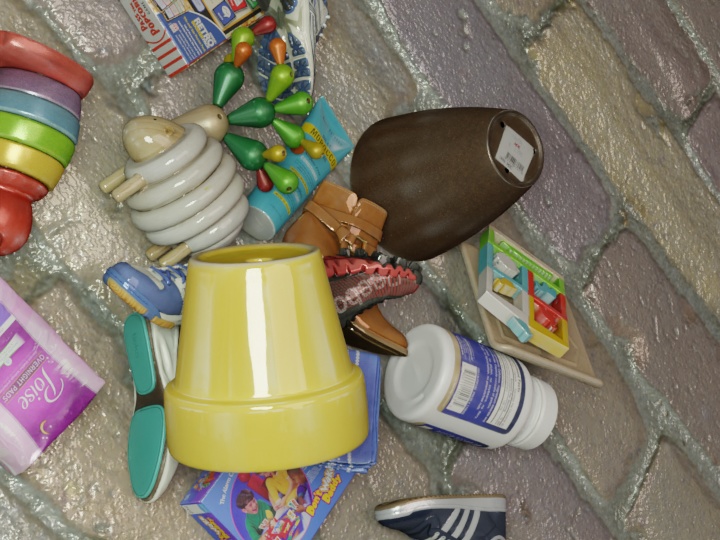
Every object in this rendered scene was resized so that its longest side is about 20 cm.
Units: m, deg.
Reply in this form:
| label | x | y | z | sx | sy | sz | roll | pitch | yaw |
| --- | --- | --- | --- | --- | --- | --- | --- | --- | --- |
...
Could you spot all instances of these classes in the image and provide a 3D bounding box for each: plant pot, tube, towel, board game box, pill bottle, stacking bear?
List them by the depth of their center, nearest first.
| label | x | y | z | sx | sy | sz | roll | pitch | yaw |
| --- | --- | --- | --- | --- | --- | --- | --- | --- | --- |
| plant pot | -0.095 | 0.076 | 1.230 | 0.200 | 0.200 | 0.190 | -11 | 103 | -39 |
| stacking bear | -0.341 | -0.112 | 1.235 | 0.113 | 0.121 | 0.201 | 20 | 77 | -25 |
| towel | -0.075 | 0.136 | 1.370 | 0.199 | 0.024 | 0.146 | 12 | 57 | -10 |
| board game box | -0.087 | 0.223 | 1.389 | 0.135 | 0.045 | 0.200 | 50 | 55 | -18 |
| board game box | -0.181 | -0.334 | 1.443 | 0.200 | 0.046 | 0.152 | -41 | 105 | -36 |
| tube | -0.073 | -0.117 | 1.483 | 0.200 | 0.050 | 0.078 | -55 | 128 | -38 |
| plant pot | 0.120 | -0.121 | 1.531 | 0.186 | 0.199 | 0.188 | 9 | 74 | -36 |
| pill bottle | 0.139 | 0.149 | 1.535 | 0.199 | 0.119 | 0.120 | 23 | 66 | -32 |

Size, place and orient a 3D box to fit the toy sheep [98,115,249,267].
| label | x | y | z | sx | sy | sz | roll | pitch | yaw |
| --- | --- | --- | --- | --- | --- | --- | --- | --- | --- |
| toy sheep | -0.186 | -0.077 | 1.334 | 0.138 | 0.137 | 0.201 | -51 | 125 | -34 |

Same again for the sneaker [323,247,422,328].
| label | x | y | z | sx | sy | sz | roll | pitch | yaw |
| --- | --- | --- | --- | --- | --- | --- | --- | --- | --- |
| sneaker | -0.021 | 0.025 | 1.398 | 0.199 | 0.071 | 0.099 | 0 | 96 | -31 |

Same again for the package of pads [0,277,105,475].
| label | x | y | z | sx | sy | sz | roll | pitch | yaw |
| --- | --- | --- | --- | --- | --- | --- | --- | --- | --- |
| package of pads | -0.353 | 0.084 | 1.196 | 0.200 | 0.075 | 0.121 | 50 | 58 | -18 |

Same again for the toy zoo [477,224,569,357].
| label | x | y | z | sx | sy | sz | roll | pitch | yaw |
| --- | --- | --- | --- | --- | --- | --- | --- | --- | --- |
| toy zoo | 0.204 | 0.031 | 1.584 | 0.131 | 0.020 | 0.200 | 34 | 29 | -14 |

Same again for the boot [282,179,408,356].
| label | x | y | z | sx | sy | sz | roll | pitch | yaw |
| --- | --- | --- | --- | --- | --- | --- | --- | --- | --- |
| boot | 0.000 | 0.000 | 1.482 | 0.200 | 0.074 | 0.155 | 34 | 68 | -23 |

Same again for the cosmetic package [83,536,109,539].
| label | x | y | z | sx | sy | sz | roll | pitch | yaw |
| --- | --- | --- | --- | --- | --- | --- | --- | --- | --- |
| cosmetic package | -0.187 | 0.336 | 1.253 | 0.199 | 0.071 | 0.106 | 17 | 87 | -33 |

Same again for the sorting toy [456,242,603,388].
| label | x | y | z | sx | sy | sz | roll | pitch | yaw |
| --- | --- | --- | --- | --- | --- | --- | --- | --- | --- |
| sorting toy | 0.209 | 0.060 | 1.613 | 0.184 | 0.037 | 0.201 | 22 | 34 | -33 |

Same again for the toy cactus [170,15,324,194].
| label | x | y | z | sx | sy | sz | roll | pitch | yaw |
| --- | --- | --- | --- | --- | --- | --- | --- | --- | --- |
| toy cactus | -0.134 | -0.173 | 1.408 | 0.164 | 0.102 | 0.201 | -15 | 90 | -6 |

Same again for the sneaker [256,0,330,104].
| label | x | y | z | sx | sy | sz | roll | pitch | yaw |
| --- | --- | --- | --- | --- | --- | --- | --- | --- | --- |
| sneaker | -0.069 | -0.279 | 1.466 | 0.085 | 0.077 | 0.201 | -37 | 136 | -47 |

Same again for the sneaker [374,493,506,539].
| label | x | y | z | sx | sy | sz | roll | pitch | yaw |
| --- | --- | --- | --- | --- | --- | --- | --- | --- | --- |
| sneaker | 0.103 | 0.322 | 1.499 | 0.199 | 0.070 | 0.109 | 7 | 74 | -40 |

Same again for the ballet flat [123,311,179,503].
| label | x | y | z | sx | sy | sz | roll | pitch | yaw |
| --- | --- | --- | --- | --- | --- | --- | --- | --- | --- |
| ballet flat | -0.203 | 0.138 | 1.311 | 0.069 | 0.069 | 0.201 | 4 | 74 | -37 |

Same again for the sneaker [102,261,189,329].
| label | x | y | z | sx | sy | sz | roll | pitch | yaw |
| --- | --- | --- | --- | --- | --- | --- | --- | --- | --- |
| sneaker | -0.179 | 0.014 | 1.299 | 0.088 | 0.075 | 0.200 | -54 | 146 | 6 |
